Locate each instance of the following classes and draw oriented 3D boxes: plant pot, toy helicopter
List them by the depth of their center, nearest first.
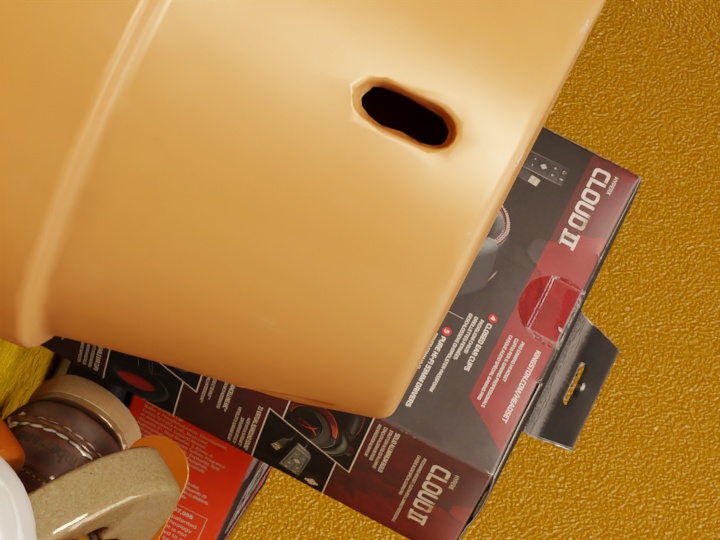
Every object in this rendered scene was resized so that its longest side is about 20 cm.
[{"bbox_3d":[-0.022,-0.050,0.744,0.200,0.140,0.200,-62,178,-4],"label":"plant pot"},{"bbox_3d":[-0.132,0.124,0.943,0.200,0.079,0.132,-45,164,32],"label":"toy helicopter"}]

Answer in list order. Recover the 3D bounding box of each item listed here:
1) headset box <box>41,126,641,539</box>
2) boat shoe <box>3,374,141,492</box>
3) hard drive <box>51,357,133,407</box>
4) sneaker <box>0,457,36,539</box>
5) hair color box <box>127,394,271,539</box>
[{"bbox_3d":[0.000,0.000,0.993,0.149,0.200,0.075,-62,177,-33],"label":"headset box"},{"bbox_3d":[-0.136,0.124,1.063,0.200,0.070,0.070,103,12,-49],"label":"boat shoe"},{"bbox_3d":[-0.122,0.076,1.188,0.200,0.033,0.140,-64,177,26],"label":"hard drive"},{"bbox_3d":[-0.159,0.144,0.766,0.200,0.074,0.116,-62,180,4],"label":"sneaker"},{"bbox_3d":[-0.053,0.040,1.143,0.102,0.061,0.200,-58,174,-51],"label":"hair color box"}]
